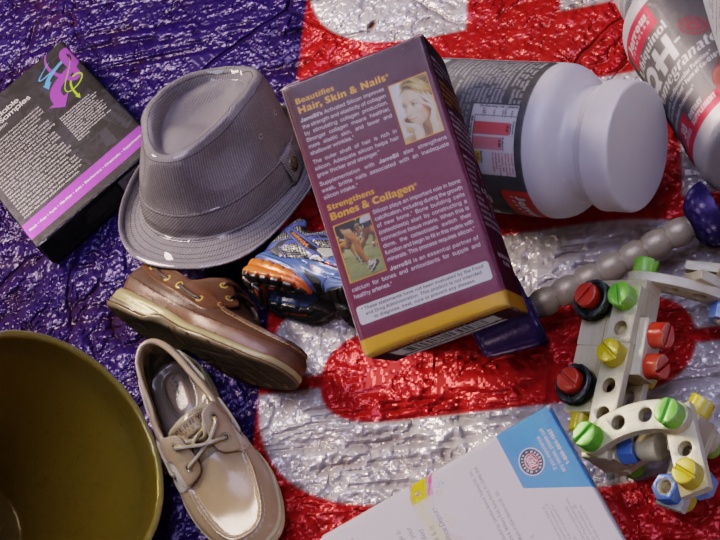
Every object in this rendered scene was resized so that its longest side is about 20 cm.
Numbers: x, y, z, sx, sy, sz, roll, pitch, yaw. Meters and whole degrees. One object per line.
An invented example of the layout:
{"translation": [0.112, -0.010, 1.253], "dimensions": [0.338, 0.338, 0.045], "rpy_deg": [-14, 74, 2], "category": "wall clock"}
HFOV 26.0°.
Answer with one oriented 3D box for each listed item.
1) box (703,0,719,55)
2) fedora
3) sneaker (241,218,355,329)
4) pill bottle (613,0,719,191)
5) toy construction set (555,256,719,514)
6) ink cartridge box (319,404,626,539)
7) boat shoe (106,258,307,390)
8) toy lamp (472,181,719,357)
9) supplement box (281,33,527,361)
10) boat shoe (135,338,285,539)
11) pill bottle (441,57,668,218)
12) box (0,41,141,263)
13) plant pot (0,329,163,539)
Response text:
{"translation": [0.331, -0.182, 1.039], "dimensions": [0.181, 0.105, 0.202], "rpy_deg": [-7, 51, 4], "category": "box"}
{"translation": [-0.126, -0.102, 1.296], "dimensions": [0.175, 0.091, 0.201], "rpy_deg": [8, 46, 29], "category": "fedora"}
{"translation": [0.000, 0.000, 1.214], "dimensions": [0.198, 0.076, 0.079], "rpy_deg": [14, 62, 30], "category": "sneaker"}
{"translation": [0.264, -0.164, 1.173], "dimensions": [0.110, 0.111, 0.201], "rpy_deg": [-27, 51, 6], "category": "pill bottle"}
{"translation": [0.205, 0.063, 1.061], "dimensions": [0.130, 0.092, 0.201], "rpy_deg": [-2, 51, 42], "category": "toy construction set"}
{"translation": [0.078, 0.210, 1.002], "dimensions": [0.199, 0.125, 0.129], "rpy_deg": [-30, 51, 4], "category": "ink cartridge box"}
{"translation": [-0.117, 0.036, 1.243], "dimensions": [0.199, 0.072, 0.068], "rpy_deg": [21, 71, 37], "category": "boat shoe"}
{"translation": [0.171, 0.003, 1.140], "dimensions": [0.199, 0.058, 0.059], "rpy_deg": [-30, 51, 5], "category": "toy lamp"}
{"translation": [0.032, -0.049, 1.105], "dimensions": [0.109, 0.086, 0.202], "rpy_deg": [-19, 80, 12], "category": "supplement box"}
{"translation": [-0.121, 0.132, 1.185], "dimensions": [0.072, 0.065, 0.201], "rpy_deg": [-33, 51, 1], "category": "boat shoe"}
{"translation": [0.122, -0.100, 1.179], "dimensions": [0.198, 0.116, 0.117], "rpy_deg": [8, 62, 38], "category": "pill bottle"}
{"translation": [-0.280, -0.113, 1.443], "dimensions": [0.143, 0.036, 0.200], "rpy_deg": [-41, 52, -6], "category": "box"}
{"translation": [-0.269, 0.167, 1.171], "dimensions": [0.142, 0.199, 0.202], "rpy_deg": [-38, 44, 36], "category": "plant pot"}
